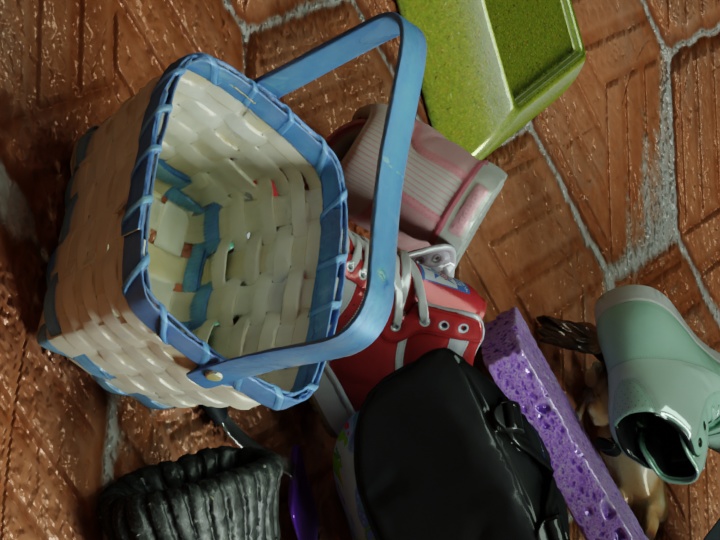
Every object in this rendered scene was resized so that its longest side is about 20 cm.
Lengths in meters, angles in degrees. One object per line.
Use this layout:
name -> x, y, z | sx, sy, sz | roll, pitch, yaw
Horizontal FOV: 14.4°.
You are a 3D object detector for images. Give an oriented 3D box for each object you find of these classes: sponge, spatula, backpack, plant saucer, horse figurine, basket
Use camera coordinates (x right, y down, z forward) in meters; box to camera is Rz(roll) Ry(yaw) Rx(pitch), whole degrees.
sponge -> 0.136, 0.124, 1.799 | 0.200, 0.030, 0.112 | 60, 7, -9
spatula -> -0.062, 0.086, 1.529 | 0.200, 0.020, 0.057 | 56, 24, -35
backpack -> 0.053, 0.134, 1.570 | 0.164, 0.153, 0.200 | 66, 16, 6
plant saucer -> 0.088, -0.183, 1.876 | 0.200, 0.048, 0.200 | -40, 117, -59
horse figurine -> 0.175, 0.118, 1.939 | 0.132, 0.050, 0.201 | -23, 99, -67
basket -> -0.053, -0.025, 1.380 | 0.139, 0.200, 0.177 | 31, 55, -33

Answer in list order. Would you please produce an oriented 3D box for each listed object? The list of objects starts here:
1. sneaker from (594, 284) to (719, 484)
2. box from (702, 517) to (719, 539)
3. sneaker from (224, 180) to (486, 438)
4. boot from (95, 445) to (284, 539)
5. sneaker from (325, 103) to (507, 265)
sneaker -> 0.219, 0.108, 1.891 | 0.200, 0.074, 0.119 | 38, 40, -38
box -> 0.283, 0.213, 1.954 | 0.200, 0.079, 0.141 | -51, 155, -10
sneaker -> 0.000, 0.000, 1.553 | 0.071, 0.112, 0.200 | -108, 174, -46
boot -> -0.049, 0.164, 1.469 | 0.211, 0.079, 0.158 | -15, 95, -62
sneaker -> 0.027, -0.051, 1.691 | 0.076, 0.104, 0.200 | -61, 177, -3
